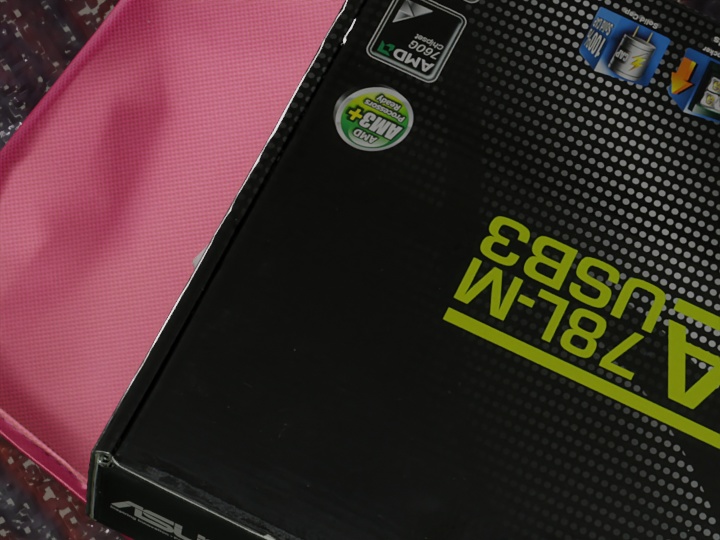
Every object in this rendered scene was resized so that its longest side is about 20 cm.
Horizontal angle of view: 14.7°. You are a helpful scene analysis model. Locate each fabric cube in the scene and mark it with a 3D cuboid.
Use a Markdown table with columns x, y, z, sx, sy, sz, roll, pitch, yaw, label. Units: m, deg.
| x | y | z | sx | sy | sz | roll | pitch | yaw | label |
| --- | --- | --- | --- | --- | --- | --- | --- | --- | --- |
| 0.000 | 0.000 | 0.880 | 0.196 | 0.200 | 0.199 | 38 | 91 | 4 | fabric cube |

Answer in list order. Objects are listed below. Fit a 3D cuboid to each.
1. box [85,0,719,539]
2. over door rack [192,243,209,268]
| x | y | z | sx | sy | sz | roll | pitch | yaw | label |
| --- | --- | --- | --- | --- | --- | --- | --- | --- | --- |
| 0.060 | 0.020 | 0.714 | 0.200 | 0.048 | 0.193 | 26 | 60 | 5 | box |
| -0.012 | 0.110 | 0.743 | 0.200 | 0.067 | 0.148 | 42 | 91 | -1 | over door rack |
